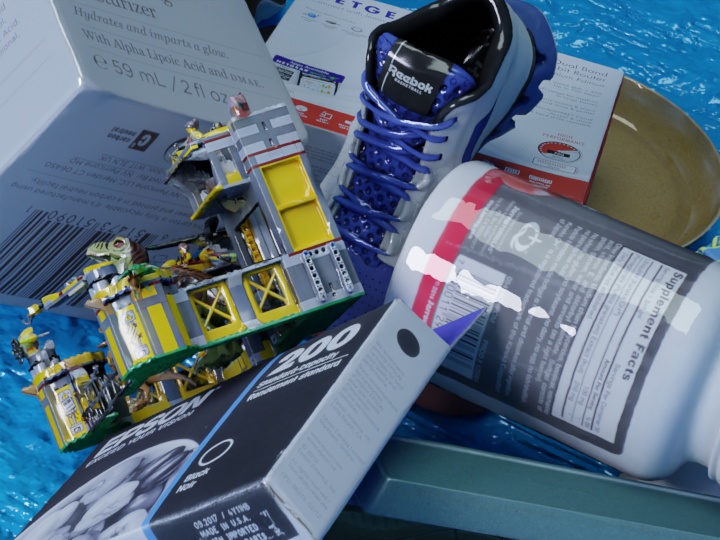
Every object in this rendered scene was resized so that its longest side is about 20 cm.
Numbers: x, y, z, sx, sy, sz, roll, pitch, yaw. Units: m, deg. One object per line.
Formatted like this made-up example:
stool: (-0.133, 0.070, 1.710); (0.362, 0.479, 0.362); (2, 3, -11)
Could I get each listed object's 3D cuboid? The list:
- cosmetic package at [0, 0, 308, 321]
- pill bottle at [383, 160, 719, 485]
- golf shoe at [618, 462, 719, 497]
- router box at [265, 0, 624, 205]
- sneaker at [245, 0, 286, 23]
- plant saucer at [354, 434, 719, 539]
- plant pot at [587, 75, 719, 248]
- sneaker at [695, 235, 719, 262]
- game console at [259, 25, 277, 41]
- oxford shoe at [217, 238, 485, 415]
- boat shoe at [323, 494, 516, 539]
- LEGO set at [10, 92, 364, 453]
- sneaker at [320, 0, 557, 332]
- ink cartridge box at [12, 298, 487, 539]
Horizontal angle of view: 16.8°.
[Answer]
cosmetic package: (-0.164, -0.106, 1.259); (0.164, 0.165, 0.201); (11, 46, -49)
pill bottle: (0.118, 0.033, 1.165); (0.199, 0.111, 0.111); (24, 36, 17)
golf shoe: (0.208, 0.064, 1.239); (0.199, 0.098, 0.078); (-24, 46, -37)
router box: (0.036, -0.083, 1.362); (0.199, 0.049, 0.180); (16, 30, 5)
sneaker: (-0.105, -0.177, 1.570); (0.084, 0.073, 0.200); (-27, 9, 16)
plant saucer: (0.090, 0.105, 1.101); (0.199, 0.019, 0.070); (13, 16, -16)
plant pot: (0.116, -0.060, 1.436); (0.198, 0.028, 0.201); (7, 40, -5)
sneaker: (0.196, 0.000, 1.325); (0.199, 0.106, 0.076); (-5, 34, -20)
game console: (0.005, -0.086, 1.486); (0.199, 0.031, 0.177); (13, 33, 8)
oxford shoe: (0.000, 0.000, 1.311); (0.199, 0.075, 0.070); (28, 37, 28)
boat shoe: (0.029, 0.118, 1.139); (0.199, 0.071, 0.069); (12, 35, 8)
LEGO set: (-0.093, -0.003, 1.159); (0.153, 0.200, 0.116); (-20, 79, -17)
sneaker: (0.019, -0.066, 1.212); (0.080, 0.200, 0.115); (32, -2, 18)
ink cartridge box: (-0.060, 0.082, 1.096); (0.197, 0.044, 0.200); (-25, 14, 35)
